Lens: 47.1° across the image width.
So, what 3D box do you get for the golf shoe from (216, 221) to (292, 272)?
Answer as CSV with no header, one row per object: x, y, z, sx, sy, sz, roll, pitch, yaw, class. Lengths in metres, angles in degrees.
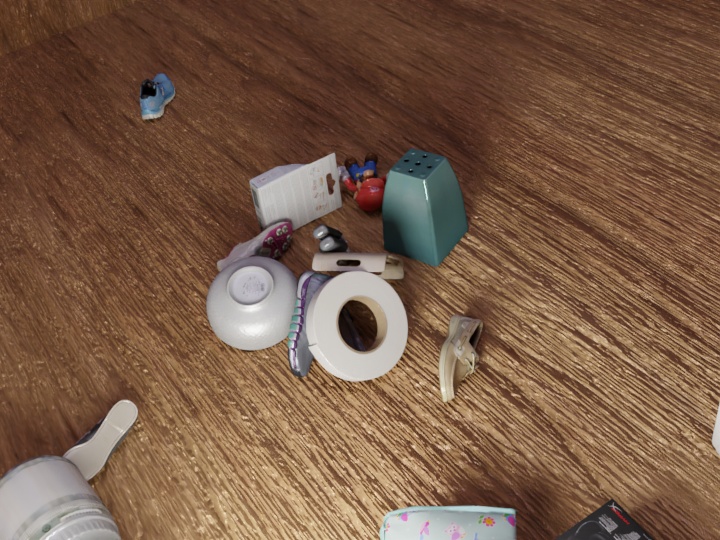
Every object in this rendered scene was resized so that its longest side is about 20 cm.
-0.233,-0.048,1.817,0.091,0.076,0.200,20,49,34,golf shoe

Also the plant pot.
0.132,-0.144,1.748,0.140,0.201,0.141,20,49,30,plant pot

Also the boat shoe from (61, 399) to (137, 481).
-0.473,0.319,1.482,0.067,0.057,0.200,40,58,0,boat shoe

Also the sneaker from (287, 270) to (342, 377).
-0.082,0.102,1.550,0.087,0.074,0.202,4,86,21,sneaker

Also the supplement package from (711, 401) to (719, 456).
0.664,0.248,1.237,0.198,0.152,0.152,-13,41,-2,supplement package

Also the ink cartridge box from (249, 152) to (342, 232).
-0.144,-0.172,1.867,0.199,0.164,0.057,-32,50,-22,ink cartridge box

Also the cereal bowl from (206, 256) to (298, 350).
-0.216,0.052,1.655,0.198,0.084,0.202,-2,56,2,cereal bowl

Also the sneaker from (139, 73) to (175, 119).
-0.594,-0.524,2.404,0.077,0.091,0.201,-5,41,6,sneaker

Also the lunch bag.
0.121,0.430,1.176,0.198,0.123,0.171,2,43,6,lunch bag

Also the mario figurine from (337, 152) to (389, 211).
0.016,-0.225,1.929,0.123,0.106,0.201,-43,31,16,mario figurine

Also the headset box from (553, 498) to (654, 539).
0.328,0.440,1.152,0.199,0.078,0.149,-29,44,-18,headset box

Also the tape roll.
-0.005,0.102,1.524,0.202,0.204,0.037,-40,9,-30,tape roll

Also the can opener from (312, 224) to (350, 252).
-0.063,-0.048,1.664,0.067,0.200,0.054,-32,80,10,can opener

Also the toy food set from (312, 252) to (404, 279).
0.000,0.000,1.645,0.142,0.200,0.061,1,87,14,toy food set

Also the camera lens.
-0.483,0.403,1.300,0.159,0.161,0.199,-34,46,-25,camera lens

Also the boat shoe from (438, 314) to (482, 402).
0.183,0.156,1.504,0.064,0.073,0.201,3,38,16,boat shoe

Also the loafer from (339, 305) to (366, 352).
-0.034,0.117,1.605,0.062,0.072,0.201,-3,45,-19,loafer
